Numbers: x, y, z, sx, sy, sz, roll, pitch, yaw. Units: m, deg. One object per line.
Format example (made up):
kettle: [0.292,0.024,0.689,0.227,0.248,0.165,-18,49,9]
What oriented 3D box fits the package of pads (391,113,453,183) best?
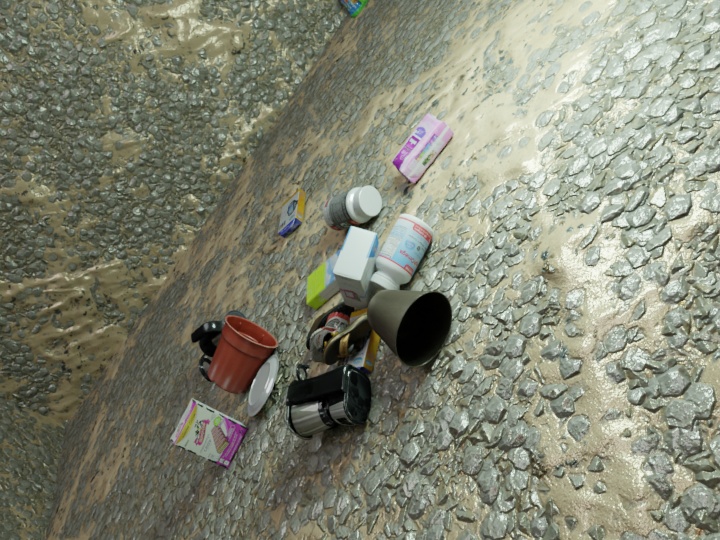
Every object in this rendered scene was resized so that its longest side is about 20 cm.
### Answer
package of pads: [0.187,-0.377,1.886,0.201,0.075,0.121,-51,26,10]

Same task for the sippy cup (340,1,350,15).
sippy cup: [-0.047,-1.441,3.251,0.176,0.129,0.143,-22,43,46]

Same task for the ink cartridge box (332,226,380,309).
ink cartridge box: [0.000,0.000,1.677,0.082,0.201,0.148,15,66,15]

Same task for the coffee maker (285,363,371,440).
coffee maker: [-0.083,0.304,1.533,0.197,0.133,0.197,-22,70,29]

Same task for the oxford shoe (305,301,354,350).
oxford shoe: [-0.093,0.145,1.809,0.199,0.072,0.085,-42,28,24]

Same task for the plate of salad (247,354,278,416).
plate of salad: [-0.299,0.365,1.934,0.201,0.047,0.203,-50,24,31]

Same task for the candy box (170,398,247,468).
candy box: [-0.464,0.503,1.893,0.060,0.198,0.139,6,65,58]

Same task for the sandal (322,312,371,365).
sandal: [-0.025,0.187,1.593,0.199,0.080,0.055,-41,53,19]

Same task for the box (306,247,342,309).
box: [-0.094,0.019,1.957,0.199,0.047,0.124,-40,34,29]

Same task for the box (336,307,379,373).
box: [-0.001,0.200,1.644,0.118,0.041,0.205,-20,48,48]

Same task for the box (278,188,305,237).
box: [-0.277,-0.224,2.478,0.118,0.041,0.204,-36,37,33]

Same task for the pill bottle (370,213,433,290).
pill bottle: [0.107,-0.039,1.640,0.108,0.108,0.203,16,75,60]

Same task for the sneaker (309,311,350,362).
sneaker: [-0.095,0.199,1.708,0.201,0.076,0.084,122,164,-44]

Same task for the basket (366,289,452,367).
basket: [0.105,0.118,1.470,0.183,0.135,0.199,-58,25,-6]

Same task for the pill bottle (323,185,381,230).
pill bottle: [-0.027,-0.204,2.006,0.198,0.113,0.116,-12,50,52]

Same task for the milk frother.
milk frother: [-0.519,0.284,2.295,0.186,0.179,0.204,-31,80,37]

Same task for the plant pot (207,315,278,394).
plant pot: [-0.403,0.287,2.043,0.199,0.198,0.201,-62,28,7]
